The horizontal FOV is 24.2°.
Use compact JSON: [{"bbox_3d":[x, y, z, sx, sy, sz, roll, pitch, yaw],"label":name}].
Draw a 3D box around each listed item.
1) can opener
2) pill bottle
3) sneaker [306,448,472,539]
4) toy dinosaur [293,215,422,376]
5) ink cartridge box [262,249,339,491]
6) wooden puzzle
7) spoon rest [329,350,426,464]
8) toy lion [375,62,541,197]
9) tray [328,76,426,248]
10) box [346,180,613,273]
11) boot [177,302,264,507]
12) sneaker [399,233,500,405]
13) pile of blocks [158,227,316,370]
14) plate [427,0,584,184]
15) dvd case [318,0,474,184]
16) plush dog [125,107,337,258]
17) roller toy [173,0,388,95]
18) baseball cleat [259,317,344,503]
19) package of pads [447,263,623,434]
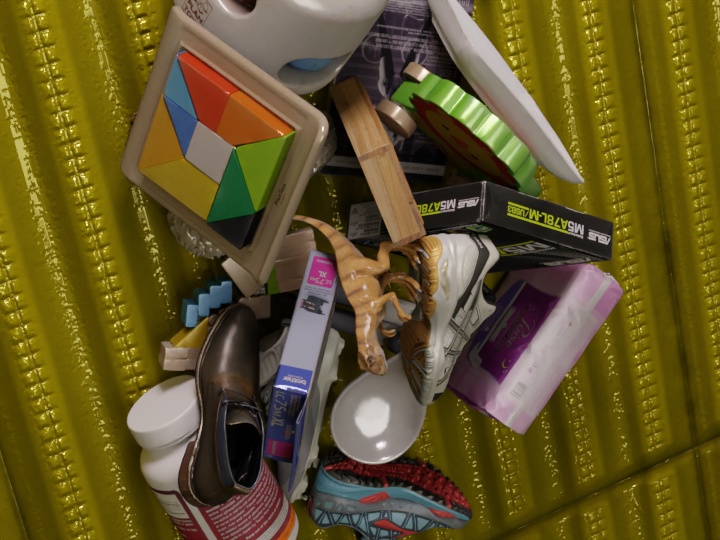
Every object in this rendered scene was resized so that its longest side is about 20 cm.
[{"bbox_3d":[0.008,0.049,1.758,0.198,0.067,0.054,18,96,-29],"label":"can opener"},{"bbox_3d":[-0.152,0.209,1.701,0.112,0.113,0.201,-34,118,-13],"label":"pill bottle"},{"bbox_3d":[0.027,0.256,1.839,0.198,0.080,0.096,17,116,-26],"label":"sneaker"},{"bbox_3d":[0.000,0.000,1.569,0.105,0.201,0.061,-11,146,-21],"label":"toy dinosaur"},{"bbox_3d":[-0.057,0.094,1.598,0.041,0.201,0.120,11,141,0],"label":"ink cartridge box"},{"bbox_3d":[-0.131,-0.109,1.511,0.037,0.200,0.186,-27,150,-48],"label":"wooden puzzle"},{"bbox_3d":[0.038,0.107,1.725,0.099,0.061,0.202,24,95,-18],"label":"spoon rest"},{"bbox_3d":[0.113,-0.124,1.667,0.069,0.191,0.200,-50,124,-6],"label":"toy lion"},{"bbox_3d":[0.015,-0.108,1.618,0.037,0.200,0.099,-23,116,1],"label":"tray"},{"bbox_3d":[0.119,-0.039,1.694,0.192,0.199,0.048,17,74,-40],"label":"box"},{"bbox_3d":[-0.113,0.126,1.602,0.074,0.097,0.202,16,75,-29],"label":"boot"},{"bbox_3d":[0.092,0.050,1.632,0.087,0.076,0.201,-11,134,-20],"label":"sneaker"},{"bbox_3d":[-0.130,0.021,1.682,0.199,0.062,0.082,-37,113,-8],"label":"pile of blocks"},{"bbox_3d":[0.134,-0.187,1.667,0.032,0.200,0.200,-36,120,12],"label":"plate"},{"bbox_3d":[0.036,-0.193,1.729,0.147,0.016,0.202,3,103,-28],"label":"dvd case"},{"bbox_3d":[-0.128,-0.133,1.608,0.200,0.160,0.172,-42,92,-11],"label":"plush dog"},{"bbox_3d":[-0.077,-0.262,1.549,0.199,0.184,0.140,27,132,-15],"label":"roller toy"},{"bbox_3d":[-0.081,0.142,1.753,0.105,0.070,0.202,14,106,-3],"label":"baseball cleat"},{"bbox_3d":[0.183,0.070,1.820,0.075,0.120,0.201,37,87,-30],"label":"package of pads"}]
